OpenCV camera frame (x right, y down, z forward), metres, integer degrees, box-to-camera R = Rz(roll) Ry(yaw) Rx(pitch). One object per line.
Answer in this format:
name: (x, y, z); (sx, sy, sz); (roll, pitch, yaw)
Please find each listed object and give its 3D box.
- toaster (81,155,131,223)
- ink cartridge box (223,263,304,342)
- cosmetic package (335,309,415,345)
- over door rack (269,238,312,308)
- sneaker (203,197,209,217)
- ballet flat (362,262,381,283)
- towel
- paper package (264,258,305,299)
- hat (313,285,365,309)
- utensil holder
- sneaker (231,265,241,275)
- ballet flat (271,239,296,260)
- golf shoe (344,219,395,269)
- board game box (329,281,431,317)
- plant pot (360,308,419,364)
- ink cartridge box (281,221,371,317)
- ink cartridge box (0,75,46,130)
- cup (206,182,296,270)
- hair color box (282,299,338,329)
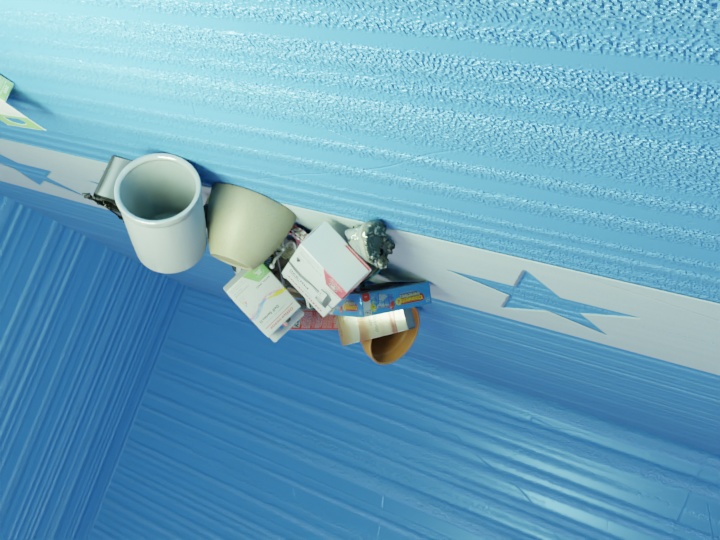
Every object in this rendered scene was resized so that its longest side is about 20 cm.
toaster: (-0.510, -0.169, 1.690); (0.179, 0.120, 0.200); (17, 169, 10)
ink cartridge box: (-0.232, 0.081, 1.791); (0.200, 0.117, 0.067); (49, 170, -19)
cosmetic package: (0.040, 0.135, 1.988); (0.198, 0.105, 0.087); (-17, 175, 18)
over door rack: (-0.185, -0.004, 1.764); (0.147, 0.066, 0.201); (33, 150, 49)
sneaker: (-0.310, -0.081, 1.715); (0.200, 0.085, 0.074); (43, 164, -5)
ballet flat: (0.000, 0.000, 1.764); (0.064, 0.067, 0.200); (48, 165, -1)
towel: (-0.085, -0.026, 1.693); (0.199, 0.030, 0.146); (38, 172, 17)
paper package: (-0.220, 0.006, 2.083); (0.189, 0.105, 0.199); (26, 169, -30)
hat: (-0.044, 0.056, 2.023); (0.198, 0.082, 0.201); (-9, 177, 0)
utensil holder: (-0.405, -0.111, 1.485); (0.168, 0.171, 0.201); (19, 149, 5)
sneaker: (-0.295, -0.056, 1.828); (0.201, 0.079, 0.130); (62, 161, 9)
ballet flat: (-0.224, -0.066, 1.875); (0.198, 0.068, 0.076); (3, 140, 41)
golf shoe: (0.005, -0.058, 1.432); (0.096, 0.079, 0.200); (23, 170, 14)
board game box: (0.043, 0.069, 1.794); (0.194, 0.057, 0.199); (-10, -176, -26)
plant pot: (0.061, 0.161, 2.154); (0.140, 0.201, 0.199); (32, 180, 42)
ink cartridge box: (-0.078, 0.002, 1.551); (0.146, 0.085, 0.200); (46, 157, 1)
ink cartridge box: (-0.715, -0.344, 1.384); (0.144, 0.048, 0.200); (14, 168, 32)
cup: (-0.259, -0.084, 1.587); (0.198, 0.145, 0.200); (20, 170, 4)
hair color box: (-0.139, 0.128, 2.098); (0.198, 0.065, 0.111); (5, -167, -33)
